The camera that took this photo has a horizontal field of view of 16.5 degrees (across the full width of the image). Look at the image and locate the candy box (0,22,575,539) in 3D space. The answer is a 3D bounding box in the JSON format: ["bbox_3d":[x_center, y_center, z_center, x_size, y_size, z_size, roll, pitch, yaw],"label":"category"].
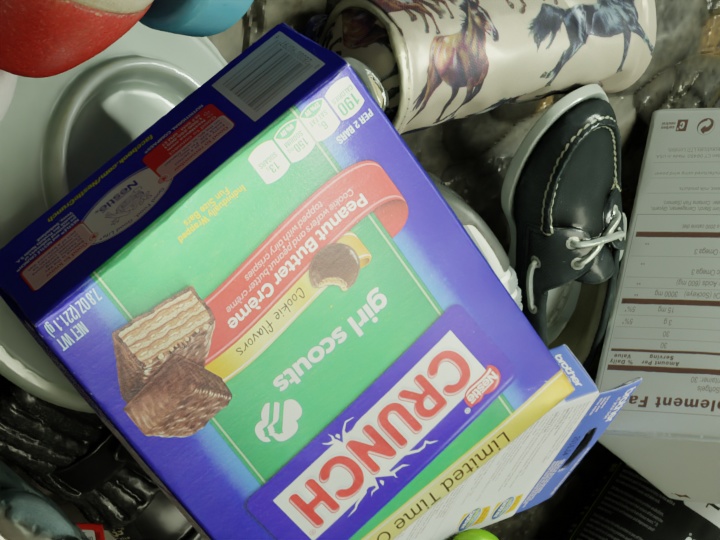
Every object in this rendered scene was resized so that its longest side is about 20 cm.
[{"bbox_3d":[-0.032,0.026,1.061,0.169,0.077,0.200,-40,123,-5],"label":"candy box"}]

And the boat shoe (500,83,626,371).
[{"bbox_3d":[0.114,-0.014,1.328,0.076,0.060,0.200,-28,148,-22],"label":"boat shoe"}]

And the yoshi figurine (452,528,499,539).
[{"bbox_3d":[0.091,0.233,1.359,0.112,0.112,0.200,-44,107,-23],"label":"yoshi figurine"}]

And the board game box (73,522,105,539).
[{"bbox_3d":[-0.198,0.184,1.084,0.200,0.152,0.046,5,144,-31],"label":"board game box"}]

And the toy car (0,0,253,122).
[{"bbox_3d":[-0.181,-0.117,1.003,0.184,0.177,0.200,4,136,-52],"label":"toy car"}]

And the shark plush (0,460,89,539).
[{"bbox_3d":[-0.198,0.084,1.083,0.091,0.200,0.083,-51,-176,25],"label":"shark plush"}]

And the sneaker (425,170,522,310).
[{"bbox_3d":[0.023,0.043,1.293,0.115,0.075,0.200,-39,145,-16],"label":"sneaker"}]

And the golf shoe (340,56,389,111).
[{"bbox_3d":[0.000,0.000,1.151,0.078,0.094,0.200,-23,93,12],"label":"golf shoe"}]

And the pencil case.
[{"bbox_3d":[0.065,-0.114,1.266,0.200,0.089,0.078,-17,88,-38],"label":"pencil case"}]

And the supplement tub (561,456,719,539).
[{"bbox_3d":[0.183,0.179,1.493,0.200,0.122,0.123,-56,137,-7],"label":"supplement tub"}]

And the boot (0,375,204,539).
[{"bbox_3d":[-0.089,0.030,1.191,0.158,0.079,0.211,47,62,-32],"label":"boot"}]

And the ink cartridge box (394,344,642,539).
[{"bbox_3d":[0.045,0.102,1.299,0.200,0.042,0.119,-14,148,-36],"label":"ink cartridge box"}]

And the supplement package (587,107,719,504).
[{"bbox_3d":[0.219,0.022,1.400,0.117,0.117,0.200,38,60,-51],"label":"supplement package"}]

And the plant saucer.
[{"bbox_3d":[-0.105,-0.038,1.101,0.200,0.050,0.201,8,78,-41],"label":"plant saucer"}]
